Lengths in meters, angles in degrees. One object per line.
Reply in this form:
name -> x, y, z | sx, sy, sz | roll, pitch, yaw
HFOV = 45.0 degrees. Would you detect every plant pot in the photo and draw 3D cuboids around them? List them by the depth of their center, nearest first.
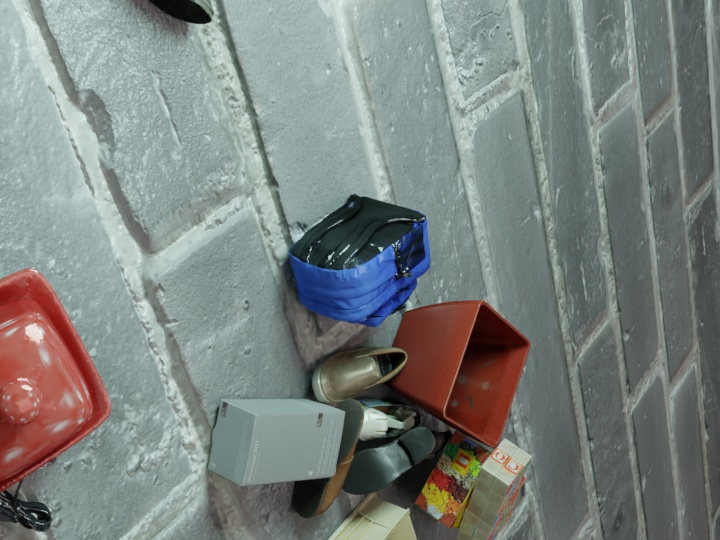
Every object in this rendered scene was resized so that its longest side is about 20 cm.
plant pot -> 0.155, 0.168, 1.521 | 0.199, 0.174, 0.203 | 37, 70, -46

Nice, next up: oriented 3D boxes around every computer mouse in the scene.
computer mouse -> -0.374, 0.189, 1.002 | 0.108, 0.044, 0.204 | 27, 77, -31

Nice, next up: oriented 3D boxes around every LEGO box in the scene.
LEGO box -> 0.188, 0.389, 1.604 | 0.151, 0.076, 0.200 | -59, 157, -6

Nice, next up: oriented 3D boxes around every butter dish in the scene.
butter dish -> -0.363, 0.128, 0.894 | 0.198, 0.147, 0.203 | -32, 108, -28

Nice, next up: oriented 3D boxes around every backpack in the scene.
backpack -> 0.000, 0.000, 1.321 | 0.199, 0.160, 0.171 | -33, 124, -42

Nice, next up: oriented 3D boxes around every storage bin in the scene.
storage bin -> 0.019, 0.531, 1.490 | 0.198, 0.092, 0.203 | -39, 125, -37

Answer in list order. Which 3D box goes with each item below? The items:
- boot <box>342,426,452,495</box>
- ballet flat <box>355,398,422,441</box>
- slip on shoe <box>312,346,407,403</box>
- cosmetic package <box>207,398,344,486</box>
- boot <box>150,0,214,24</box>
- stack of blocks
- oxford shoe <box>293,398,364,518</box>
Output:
boot -> 0.067, 0.330, 1.509 | 0.070, 0.197, 0.174 | 66, 6, 16
ballet flat -> 0.035, 0.255, 1.479 | 0.198, 0.073, 0.076 | 0, 97, -49
slip on shoe -> 0.002, 0.165, 1.413 | 0.198, 0.060, 0.078 | -6, 81, -50
cosmetic package -> -0.121, 0.249, 1.281 | 0.198, 0.089, 0.109 | 7, 94, -53
boot -> -0.222, -0.433, 1.064 | 0.181, 0.071, 0.204 | 34, 64, -49
stack of blocks -> 0.242, 0.397, 1.550 | 0.115, 0.058, 0.203 | -37, 148, -44
oxford shoe -> -0.041, 0.296, 1.389 | 0.071, 0.071, 0.203 | 14, 104, -57
